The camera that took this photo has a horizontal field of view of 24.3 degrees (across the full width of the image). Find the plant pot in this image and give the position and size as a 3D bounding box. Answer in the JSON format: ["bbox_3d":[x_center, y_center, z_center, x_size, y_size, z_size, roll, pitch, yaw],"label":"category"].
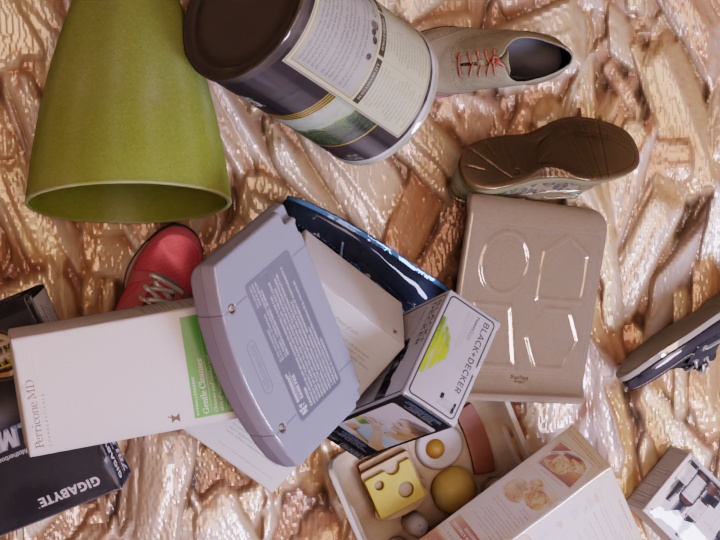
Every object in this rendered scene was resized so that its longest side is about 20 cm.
[{"bbox_3d":[-0.212,-0.158,1.528,0.185,0.187,0.202,1,80,-15],"label":"plant pot"}]

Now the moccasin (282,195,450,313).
[{"bbox_3d":[0.000,0.000,1.634,0.199,0.080,0.068,33,90,-14],"label":"moccasin"}]

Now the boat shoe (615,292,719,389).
[{"bbox_3d":[0.357,0.077,1.741,0.199,0.073,0.063,-31,98,-16],"label":"boat shoe"}]

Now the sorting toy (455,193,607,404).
[{"bbox_3d":[0.163,0.030,1.681,0.184,0.036,0.202,5,91,-36],"label":"sorting toy"}]

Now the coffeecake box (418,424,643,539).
[{"bbox_3d":[0.170,0.275,1.662,0.199,0.073,0.154,-36,134,-7],"label":"coffeecake box"}]

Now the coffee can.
[{"bbox_3d":[-0.042,-0.201,1.531,0.200,0.146,0.147,29,85,-46],"label":"coffee can"}]

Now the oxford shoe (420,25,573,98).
[{"bbox_3d":[0.114,-0.210,1.652,0.198,0.075,0.071,-10,97,-14],"label":"oxford shoe"}]

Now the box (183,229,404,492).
[{"bbox_3d":[-0.067,0.085,1.576,0.124,0.098,0.200,37,108,-14],"label":"box"}]

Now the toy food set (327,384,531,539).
[{"bbox_3d":[0.079,0.217,1.679,0.199,0.060,0.144,-26,100,-13],"label":"toy food set"}]

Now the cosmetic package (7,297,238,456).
[{"bbox_3d":[-0.201,0.089,1.459,0.198,0.085,0.109,-11,96,-14],"label":"cosmetic package"}]

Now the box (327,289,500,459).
[{"bbox_3d":[0.041,0.101,1.576,0.060,0.200,0.117,34,65,-15],"label":"box"}]

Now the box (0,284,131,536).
[{"bbox_3d":[-0.339,0.140,1.530,0.199,0.050,0.200,-21,99,12],"label":"box"}]

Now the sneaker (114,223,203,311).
[{"bbox_3d":[-0.200,0.052,1.578,0.073,0.087,0.201,28,86,-16],"label":"sneaker"}]

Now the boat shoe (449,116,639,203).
[{"bbox_3d":[0.185,-0.107,1.693,0.198,0.063,0.074,-6,69,-17],"label":"boat shoe"}]

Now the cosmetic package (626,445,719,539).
[{"bbox_3d":[0.379,0.284,1.772,0.200,0.051,0.083,44,83,-14],"label":"cosmetic package"}]

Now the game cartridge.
[{"bbox_3d":[-0.074,0.060,1.446,0.133,0.040,0.201,-44,120,-47],"label":"game cartridge"}]
